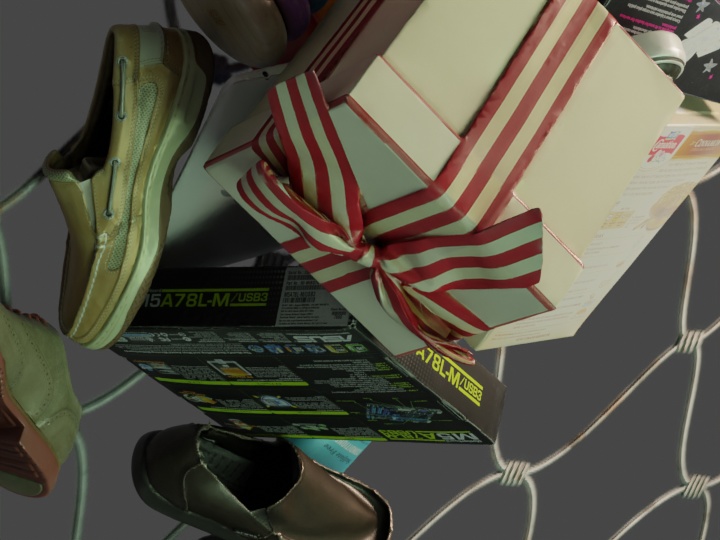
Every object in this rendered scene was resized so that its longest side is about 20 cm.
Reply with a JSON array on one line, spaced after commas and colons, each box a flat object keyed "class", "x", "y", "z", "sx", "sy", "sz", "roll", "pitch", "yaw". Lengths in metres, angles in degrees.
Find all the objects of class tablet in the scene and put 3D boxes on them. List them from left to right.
[{"class": "tablet", "x": -0.057, "y": -0.062, "z": 1.513, "sx": 0.130, "sy": 0.014, "sz": 0.200, "roll": -15, "pitch": 152, "yaw": -34}]

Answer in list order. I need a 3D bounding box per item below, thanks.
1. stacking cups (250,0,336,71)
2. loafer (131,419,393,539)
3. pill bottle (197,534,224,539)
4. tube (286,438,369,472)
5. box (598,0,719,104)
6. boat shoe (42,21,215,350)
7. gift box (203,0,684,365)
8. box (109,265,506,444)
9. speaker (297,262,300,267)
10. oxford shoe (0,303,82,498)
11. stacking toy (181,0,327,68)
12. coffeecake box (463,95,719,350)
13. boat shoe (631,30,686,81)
[{"class": "stacking cups", "x": 0.009, "y": -0.188, "z": 1.516, "sx": 0.200, "sy": 0.061, "sz": 0.061, "roll": -37, "pitch": 140, "yaw": -10}, {"class": "loafer", "x": -0.053, "y": 0.151, "z": 1.646, "sx": 0.199, "sy": 0.073, "sz": 0.071, "roll": 19, "pitch": 149, "yaw": -31}, {"class": "pill bottle", "x": -0.048, "y": 0.258, "z": 1.760, "sx": 0.112, "sy": 0.112, "sz": 0.200, "roll": -55, "pitch": 142, "yaw": 4}, {"class": "tube", "x": -0.018, "y": 0.109, "z": 1.732, "sx": 0.200, "sy": 0.050, "sz": 0.077, "roll": -48, "pitch": 135, "yaw": 4}, {"class": "box", "x": 0.181, "y": -0.194, "z": 1.617, "sx": 0.199, "sy": 0.132, "sz": 0.115, "roll": 10, "pitch": 116, "yaw": -48}, {"class": "boat shoe", "x": -0.152, "y": -0.051, "z": 1.456, "sx": 0.076, "sy": 0.072, "sz": 0.201, "roll": 8, "pitch": 107, "yaw": -32}, {"class": "gift box", "x": 0.042, "y": -0.074, "z": 1.355, "sx": 0.184, "sy": 0.200, "sz": 0.187, "roll": 41, "pitch": 63, "yaw": -12}, {"class": "box", "x": -0.039, "y": 0.054, "z": 1.546, "sx": 0.193, "sy": 0.199, "sz": 0.048, "roll": 37, "pitch": 58, "yaw": -52}, {"class": "speaker", "x": 0.000, "y": 0.000, "z": 1.562, "sx": 0.081, "sy": 0.081, "sz": 0.200, "roll": -37, "pitch": 169, "yaw": -18}, {"class": "oxford shoe", "x": -0.217, "y": 0.044, "z": 1.472, "sx": 0.075, "sy": 0.070, "sz": 0.201, "roll": -60, "pitch": 149, "yaw": -35}, {"class": "stacking toy", "x": -0.013, "y": -0.209, "z": 1.455, "sx": 0.200, "sy": 0.085, "sz": 0.086, "roll": -43, "pitch": 142, "yaw": -19}, {"class": "coffeecake box", "x": 0.148, "y": -0.046, "z": 1.688, "sx": 0.200, "sy": 0.073, "sz": 0.153, "roll": -52, "pitch": 158, "yaw": 22}, {"class": "boat shoe", "x": 0.125, "y": -0.073, "z": 1.550, "sx": 0.200, "sy": 0.064, "sz": 0.071, "roll": -36, "pitch": 152, "yaw": 27}]
